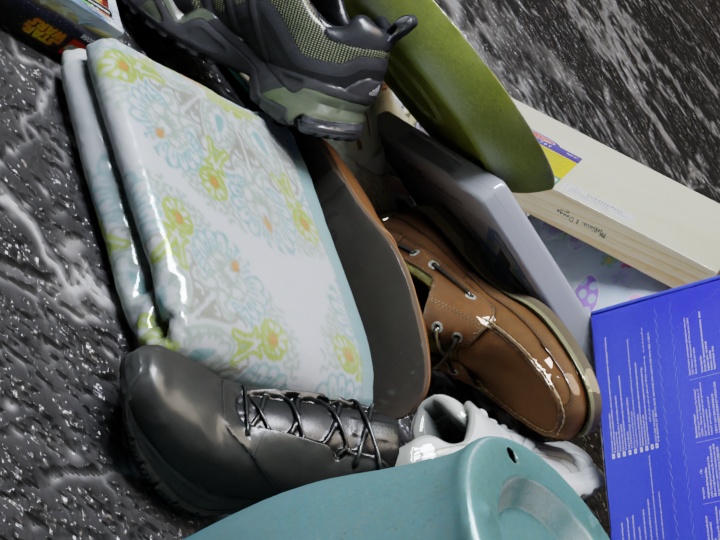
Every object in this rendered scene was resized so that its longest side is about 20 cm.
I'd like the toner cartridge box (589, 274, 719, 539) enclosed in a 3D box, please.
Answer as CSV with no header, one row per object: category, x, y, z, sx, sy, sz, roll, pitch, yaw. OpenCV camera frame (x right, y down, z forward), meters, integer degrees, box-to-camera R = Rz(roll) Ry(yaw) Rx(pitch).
toner cartridge box,0.189,0.109,1.177,0.043,0.095,0.201,31,49,-49

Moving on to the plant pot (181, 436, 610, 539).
plant pot,0.013,0.168,0.842,0.200,0.188,0.200,45,25,-27

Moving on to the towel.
towel,-0.076,-0.018,1.094,0.171,0.048,0.200,22,41,-51

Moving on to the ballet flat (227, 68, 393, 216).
ballet flat,-0.027,-0.105,1.283,0.200,0.062,0.067,52,23,-14

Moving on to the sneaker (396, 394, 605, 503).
sneaker,0.076,0.111,1.199,0.100,0.078,0.200,58,21,10

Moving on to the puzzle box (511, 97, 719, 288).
puzzle box,0.156,-0.052,1.377,0.200,0.025,0.133,28,24,11

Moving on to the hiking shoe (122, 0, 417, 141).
hiking shoe,-0.058,-0.161,1.189,0.200,0.101,0.076,37,12,17

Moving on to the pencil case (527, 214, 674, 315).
pencil case,0.176,0.030,1.366,0.200,0.091,0.083,45,-5,44

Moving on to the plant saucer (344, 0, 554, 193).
plant saucer,0.041,-0.118,1.241,0.200,0.031,0.200,51,-3,4

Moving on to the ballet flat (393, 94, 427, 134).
ballet flat,0.016,-0.169,1.450,0.072,0.072,0.201,16,46,-58

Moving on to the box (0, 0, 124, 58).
box,-0.212,-0.203,1.063,0.200,0.040,0.137,30,36,-48

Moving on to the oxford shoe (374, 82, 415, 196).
oxford shoe,-0.004,-0.130,1.348,0.200,0.074,0.071,47,22,-26

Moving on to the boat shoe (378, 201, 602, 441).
boat shoe,0.061,0.038,1.228,0.068,0.072,0.200,-15,42,-31

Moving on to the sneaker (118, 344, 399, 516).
sneaker,-0.033,0.085,0.987,0.200,0.091,0.076,37,31,-37

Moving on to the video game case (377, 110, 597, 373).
video game case,0.092,0.001,1.302,0.200,0.022,0.182,55,-7,-27

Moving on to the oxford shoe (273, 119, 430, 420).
oxford shoe,0.000,0.000,1.196,0.071,0.071,0.200,27,35,-57
